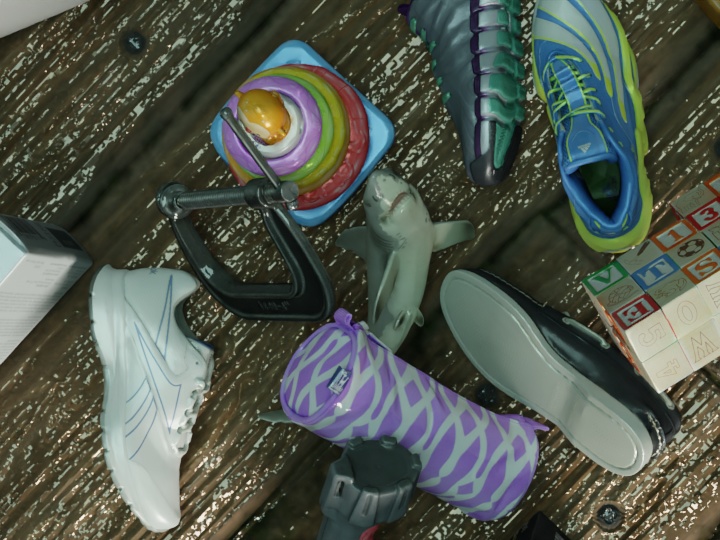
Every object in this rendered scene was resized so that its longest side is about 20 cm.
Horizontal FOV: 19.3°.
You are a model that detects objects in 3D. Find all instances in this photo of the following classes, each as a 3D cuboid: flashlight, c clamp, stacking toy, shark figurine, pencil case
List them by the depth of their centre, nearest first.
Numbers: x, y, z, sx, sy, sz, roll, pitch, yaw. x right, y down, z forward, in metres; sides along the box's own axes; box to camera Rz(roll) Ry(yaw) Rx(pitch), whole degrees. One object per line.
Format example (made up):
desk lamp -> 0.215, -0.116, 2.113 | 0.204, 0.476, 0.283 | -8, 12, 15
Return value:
flashlight -> 0.001, 0.188, 1.474 | 0.068, 0.200, 0.068 | 28, 50, 9
pencil case -> 0.036, 0.103, 1.479 | 0.200, 0.084, 0.086 | 32, 80, -33
stacking toy -> -0.056, -0.100, 1.480 | 0.116, 0.200, 0.110 | 43, 94, 6
c clamp -> -0.086, -0.033, 1.492 | 0.027, 0.200, 0.171 | -43, 106, -27
shark figurine -> 0.003, 0.015, 1.546 | 0.089, 0.128, 0.215 | 29, 112, 32

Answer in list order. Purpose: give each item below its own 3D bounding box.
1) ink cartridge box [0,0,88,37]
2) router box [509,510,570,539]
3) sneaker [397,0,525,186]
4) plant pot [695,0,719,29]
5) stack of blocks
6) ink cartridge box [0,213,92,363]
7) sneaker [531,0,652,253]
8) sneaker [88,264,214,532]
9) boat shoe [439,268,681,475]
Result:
ink cartridge box -> -0.275, -0.286, 1.549 | 0.125, 0.129, 0.201 | -21, 87, 6
router box -> 0.084, 0.247, 1.455 | 0.052, 0.200, 0.157 | 44, 94, 5
sneaker -> 0.071, -0.158, 1.539 | 0.087, 0.074, 0.201 | -2, 79, 21
plant pot -> 0.315, -0.251, 1.441 | 0.199, 0.183, 0.201 | 0, 89, 8
stack of blocks -> 0.257, -0.012, 1.463 | 0.200, 0.115, 0.059 | -32, 116, -1
ink cartridge box -> -0.292, 0.048, 1.528 | 0.200, 0.163, 0.057 | -44, 82, 5
sneaker -> 0.166, -0.112, 1.498 | 0.076, 0.105, 0.201 | -16, 87, 7
sneaker -> -0.148, 0.091, 1.556 | 0.087, 0.075, 0.201 | -7, 89, 3
boat shoe -> 0.144, 0.063, 1.520 | 0.200, 0.060, 0.074 | 39, 137, 22
